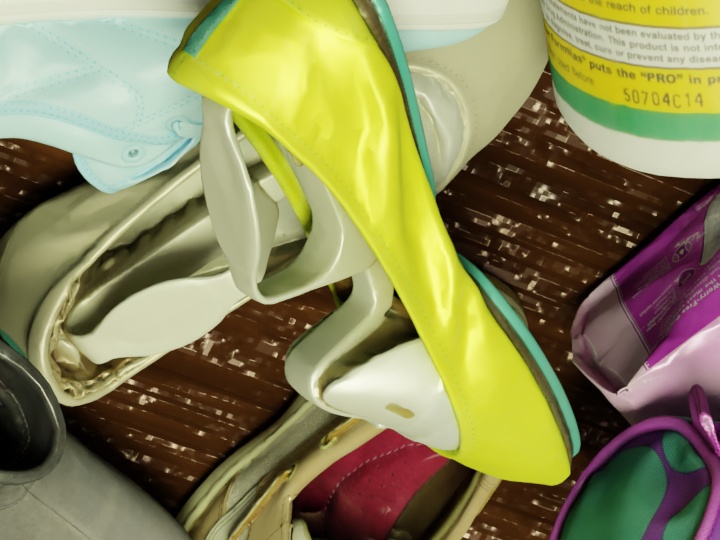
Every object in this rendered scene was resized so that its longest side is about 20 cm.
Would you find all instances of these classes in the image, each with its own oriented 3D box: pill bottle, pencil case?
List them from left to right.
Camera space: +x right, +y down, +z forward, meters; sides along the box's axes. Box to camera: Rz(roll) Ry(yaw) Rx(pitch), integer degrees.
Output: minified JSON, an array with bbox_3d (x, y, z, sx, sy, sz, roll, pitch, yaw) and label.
[{"bbox_3d":[0.097,-0.137,0.723,0.112,0.113,0.200,-12,119,-2],"label":"pill bottle"},{"bbox_3d":[0.156,0.120,0.805,0.200,0.085,0.093,29,109,-20],"label":"pencil case"}]

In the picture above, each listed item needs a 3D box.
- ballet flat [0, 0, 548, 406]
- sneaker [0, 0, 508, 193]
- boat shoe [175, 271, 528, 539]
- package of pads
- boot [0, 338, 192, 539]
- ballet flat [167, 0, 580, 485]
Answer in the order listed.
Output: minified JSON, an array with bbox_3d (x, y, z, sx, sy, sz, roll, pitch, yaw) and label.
[{"bbox_3d":[-0.024,-0.022,0.796,0.200,0.070,0.070,-31,118,9],"label":"ballet flat"},{"bbox_3d":[-0.054,-0.066,0.768,0.199,0.074,0.082,0,120,5],"label":"sneaker"},{"bbox_3d":[-0.012,0.089,0.858,0.074,0.066,0.200,25,112,-20],"label":"boat shoe"},{"bbox_3d":[0.173,0.052,0.859,0.120,0.076,0.200,-39,117,12],"label":"package of pads"},{"bbox_3d":[-0.114,0.058,0.777,0.200,0.132,0.070,34,71,-20],"label":"boot"},{"bbox_3d":[0.000,0.000,0.735,0.067,0.067,0.200,-38,127,-18],"label":"ballet flat"}]
